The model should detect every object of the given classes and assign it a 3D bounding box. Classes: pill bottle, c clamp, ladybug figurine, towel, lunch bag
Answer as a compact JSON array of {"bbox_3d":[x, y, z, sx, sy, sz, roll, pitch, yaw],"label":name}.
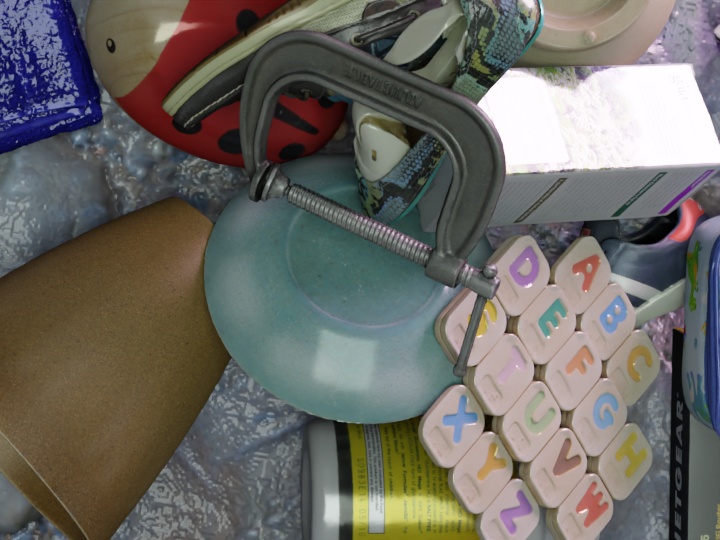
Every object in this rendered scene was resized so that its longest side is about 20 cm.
[{"bbox_3d":[0.060,0.157,1.447,0.198,0.112,0.114,0,98,-6],"label":"pill bottle"},{"bbox_3d":[0.005,-0.047,1.269,0.199,0.027,0.172,30,123,10],"label":"c clamp"},{"bbox_3d":[-0.087,-0.133,1.391,0.199,0.072,0.136,24,106,-25],"label":"ladybug figurine"},{"bbox_3d":[-0.283,-0.138,1.399,0.198,0.050,0.149,-18,100,-4],"label":"towel"},{"bbox_3d":[0.320,0.043,1.423,0.198,0.082,0.163,1,97,-9],"label":"lunch bag"}]

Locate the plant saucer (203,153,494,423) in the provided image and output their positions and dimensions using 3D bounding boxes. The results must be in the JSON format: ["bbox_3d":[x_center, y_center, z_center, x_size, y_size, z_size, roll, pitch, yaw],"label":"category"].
[{"bbox_3d":[0.000,0.000,1.350,0.199,0.039,0.203,5,60,-9],"label":"plant saucer"}]

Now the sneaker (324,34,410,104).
[{"bbox_3d":[0.030,-0.201,1.342,0.095,0.079,0.202,12,113,15],"label":"sneaker"}]

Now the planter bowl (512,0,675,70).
[{"bbox_3d":[0.128,-0.208,1.393,0.198,0.135,0.203,-1,99,-7],"label":"planter bowl"}]

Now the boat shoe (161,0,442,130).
[{"bbox_3d":[-0.033,-0.135,1.299,0.199,0.073,0.065,-31,98,20],"label":"boat shoe"}]

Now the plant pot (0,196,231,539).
[{"bbox_3d":[-0.166,0.051,1.386,0.200,0.186,0.187,-43,101,-15],"label":"plant pot"}]

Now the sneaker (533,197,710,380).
[{"bbox_3d":[0.158,0.011,1.459,0.199,0.075,0.085,-34,104,-11],"label":"sneaker"}]

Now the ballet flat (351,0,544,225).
[{"bbox_3d":[0.033,-0.107,1.280,0.074,0.074,0.201,29,125,-9],"label":"ballet flat"}]

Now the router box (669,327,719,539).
[{"bbox_3d":[0.302,0.140,1.502,0.155,0.052,0.202,-2,98,-7],"label":"router box"}]

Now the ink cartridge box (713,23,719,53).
[{"bbox_3d":[0.346,-0.126,1.427,0.109,0.050,0.200,-42,71,1],"label":"ink cartridge box"}]

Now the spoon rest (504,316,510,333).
[{"bbox_3d":[0.032,0.011,1.414,0.199,0.099,0.061,33,108,9],"label":"spoon rest"}]

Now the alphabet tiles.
[{"bbox_3d":[0.122,0.082,1.372,0.196,0.015,0.201,-46,117,-29],"label":"alphabet tiles"}]

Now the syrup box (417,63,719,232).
[{"bbox_3d":[0.132,-0.081,1.376,0.198,0.081,0.079,-4,67,-29],"label":"syrup box"}]
